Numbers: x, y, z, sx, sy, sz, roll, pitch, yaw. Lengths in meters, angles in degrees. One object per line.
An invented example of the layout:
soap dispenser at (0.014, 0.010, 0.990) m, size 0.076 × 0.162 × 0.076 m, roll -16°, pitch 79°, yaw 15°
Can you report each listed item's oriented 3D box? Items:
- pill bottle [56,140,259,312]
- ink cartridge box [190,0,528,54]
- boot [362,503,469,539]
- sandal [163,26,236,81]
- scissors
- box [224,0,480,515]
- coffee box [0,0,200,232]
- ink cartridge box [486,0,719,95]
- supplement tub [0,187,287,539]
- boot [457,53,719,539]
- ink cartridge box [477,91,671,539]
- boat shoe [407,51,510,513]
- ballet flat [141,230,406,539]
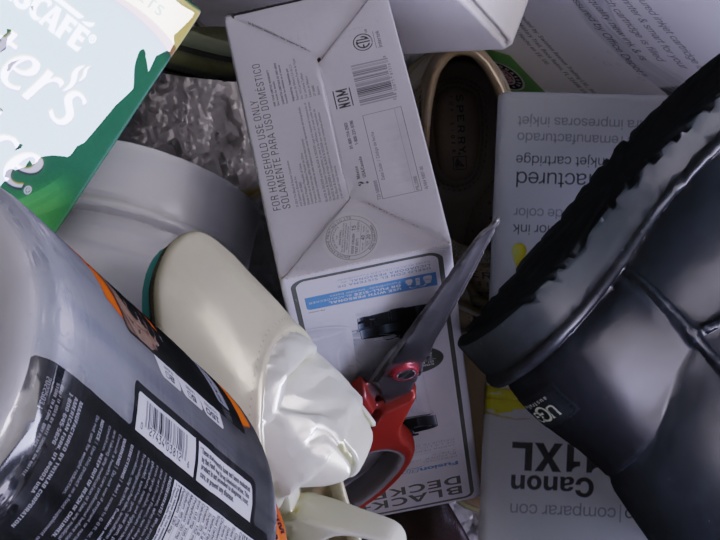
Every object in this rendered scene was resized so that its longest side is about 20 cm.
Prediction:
pill bottle at (-0.101, 0.061, 0.956) m, size 0.112 × 0.112 × 0.201 m, roll 32°, pitch 65°, yaw -43°
ink cartridge box at (0.013, -0.187, 1.067) m, size 0.084 × 0.145 × 0.201 m, roll 41°, pitch 60°, yaw -41°
boot at (0.026, 0.203, 1.131) m, size 0.200 × 0.064 × 0.187 m, roll 60°, pitch 36°, yaw -33°
sandal at (-0.100, -0.111, 0.982) m, size 0.200 × 0.080 × 0.058 m, roll 21°, pitch 84°, yaw -45°
scissors at (0.016, 0.039, 0.959) m, size 0.073 × 0.200 × 0.014 m, roll 10°, pitch 51°, yaw -34°
box at (0.000, 0.000, 1.010) m, size 0.200 × 0.060 × 0.117 m, roll 79°, pitch -2°, yaw -61°
coffee box at (-0.154, -0.041, 0.895) m, size 0.123 × 0.044 × 0.200 m, roll 39°, pitch 83°, yaw -36°
ink cartridge box at (0.106, -0.140, 1.128) m, size 0.146 × 0.199 × 0.085 m, roll 42°, pitch 59°, yaw -40°
supplement tub at (-0.101, 0.060, 0.782) m, size 0.200 × 0.122 × 0.123 m, roll 50°, pitch 52°, yaw -59°
boot at (0.149, 0.024, 0.977) m, size 0.168 × 0.076 × 0.200 m, roll 47°, pitch 63°, yaw -9°
ink cartridge box at (0.122, 0.038, 1.055) m, size 0.083 × 0.145 × 0.201 m, roll 58°, pitch 34°, yaw -80°
boat shoe at (0.048, 0.004, 1.141) m, size 0.072 × 0.065 × 0.201 m, roll -5°, pitch 88°, yaw -5°
ballet flat at (-0.019, 0.075, 0.923) m, size 0.069 × 0.069 × 0.201 m, roll -43°, pitch 130°, yaw -40°
